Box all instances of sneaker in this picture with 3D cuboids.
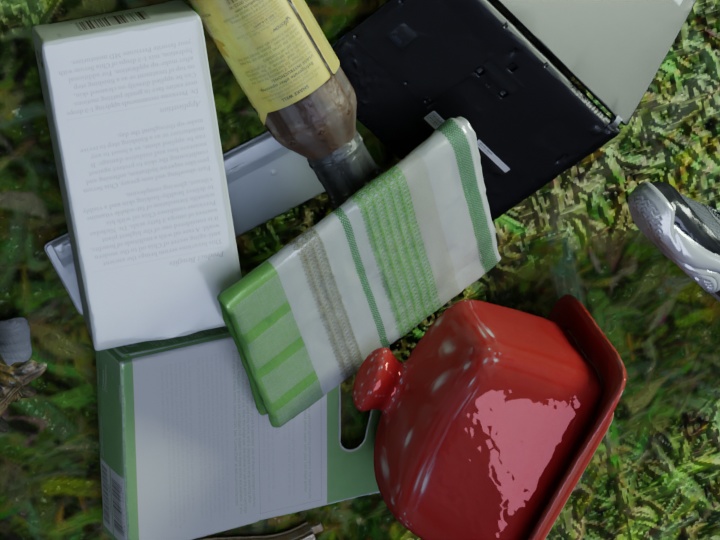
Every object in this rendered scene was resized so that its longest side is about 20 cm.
[{"bbox_3d":[0.278,-0.029,1.455,0.200,0.075,0.114,37,96,-31],"label":"sneaker"}]

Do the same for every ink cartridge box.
[{"bbox_3d":[-0.078,0.101,1.417,0.200,0.048,0.146,-12,115,-28],"label":"ink cartridge box"}]

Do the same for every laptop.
[{"bbox_3d":[0.096,-0.159,1.386,0.200,0.103,0.177,-35,118,28],"label":"laptop"}]

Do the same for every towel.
[{"bbox_3d":[0.000,0.000,1.355,0.200,0.031,0.149,-36,143,-15],"label":"towel"}]

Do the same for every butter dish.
[{"bbox_3d":[0.064,0.098,1.382,0.148,0.200,0.200,27,101,-12],"label":"butter dish"}]

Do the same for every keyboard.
[{"bbox_3d":[-0.107,-0.038,1.375,0.200,0.011,0.056,-27,120,-4],"label":"keyboard"}]

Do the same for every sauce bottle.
[{"bbox_3d":[-0.045,-0.123,1.323,0.065,0.065,0.200,-31,111,-3],"label":"sauce bottle"}]

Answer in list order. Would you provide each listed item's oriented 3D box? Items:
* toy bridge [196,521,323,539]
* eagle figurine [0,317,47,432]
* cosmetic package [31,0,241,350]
[{"bbox_3d":[-0.116,0.225,1.463,0.200,0.027,0.067,-28,115,-4],"label":"toy bridge"},{"bbox_3d":[-0.292,0.023,1.299,0.200,0.151,0.152,42,51,3],"label":"eagle figurine"},{"bbox_3d":[-0.139,-0.060,1.314,0.101,0.071,0.200,-11,107,-11],"label":"cosmetic package"}]
